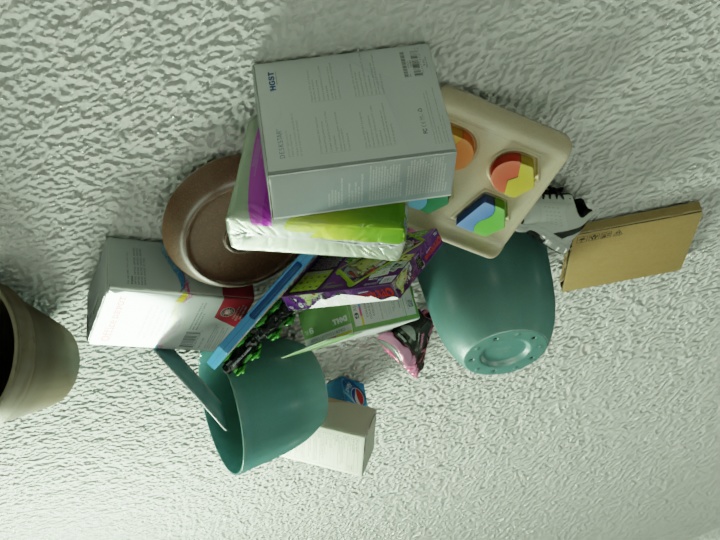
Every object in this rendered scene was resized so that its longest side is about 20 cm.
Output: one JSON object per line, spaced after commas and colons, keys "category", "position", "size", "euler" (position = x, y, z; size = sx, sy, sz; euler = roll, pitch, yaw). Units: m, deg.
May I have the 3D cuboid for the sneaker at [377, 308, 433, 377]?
{"category": "sneaker", "position": [0.086, 0.108, 1.522], "size": [0.096, 0.079, 0.200], "euler": [-50, 170, -5]}

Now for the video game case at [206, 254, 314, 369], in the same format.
{"category": "video game case", "position": [-0.122, 0.041, 1.251], "size": [0.018, 0.200, 0.143], "euler": [42, 160, -3]}

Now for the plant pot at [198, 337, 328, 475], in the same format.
{"category": "plant pot", "position": [-0.144, 0.195, 1.489], "size": [0.158, 0.203, 0.202], "euler": [-13, 151, -24]}

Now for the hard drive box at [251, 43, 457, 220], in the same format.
{"category": "hard drive box", "position": [-0.010, -0.151, 1.026], "size": [0.196, 0.158, 0.077], "euler": [-7, 148, -5]}

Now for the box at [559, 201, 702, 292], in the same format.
{"category": "box", "position": [0.408, -0.033, 1.464], "size": [0.196, 0.022, 0.164], "euler": [-11, 148, -2]}

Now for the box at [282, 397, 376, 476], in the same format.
{"category": "box", "position": [-0.077, 0.270, 1.630], "size": [0.196, 0.078, 0.096], "euler": [13, 122, 11]}

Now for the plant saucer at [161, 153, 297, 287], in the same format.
{"category": "plant saucer", "position": [-0.147, -0.052, 1.194], "size": [0.197, 0.035, 0.203], "euler": [-13, 132, -15]}

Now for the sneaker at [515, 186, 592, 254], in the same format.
{"category": "sneaker", "position": [0.237, -0.090, 1.294], "size": [0.198, 0.074, 0.080], "euler": [18, 122, -43]}

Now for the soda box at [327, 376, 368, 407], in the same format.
{"category": "soda box", "position": [-0.077, 0.268, 1.730], "size": [0.199, 0.069, 0.064], "euler": [-34, 142, 31]}

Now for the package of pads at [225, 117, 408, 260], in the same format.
{"category": "package of pads", "position": [-0.041, -0.095, 1.079], "size": [0.196, 0.157, 0.069], "euler": [5, 144, 3]}

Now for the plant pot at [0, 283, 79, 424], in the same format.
{"category": "plant pot", "position": [-0.478, 0.122, 1.291], "size": [0.197, 0.203, 0.173], "euler": [-23, 162, 18]}

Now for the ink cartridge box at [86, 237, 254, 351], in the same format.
{"category": "ink cartridge box", "position": [-0.261, 0.036, 1.302], "size": [0.197, 0.084, 0.146], "euler": [6, 144, -26]}

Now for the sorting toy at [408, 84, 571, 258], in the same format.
{"category": "sorting toy", "position": [0.135, -0.111, 1.175], "size": [0.182, 0.037, 0.201], "euler": [20, 130, -12]}

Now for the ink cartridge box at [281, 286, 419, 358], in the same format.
{"category": "ink cartridge box", "position": [-0.019, 0.068, 1.365], "size": [0.103, 0.060, 0.198], "euler": [-22, 172, 43]}

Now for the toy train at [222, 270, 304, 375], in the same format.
{"category": "toy train", "position": [-0.124, 0.070, 1.365], "size": [0.042, 0.056, 0.200], "euler": [44, 92, -13]}

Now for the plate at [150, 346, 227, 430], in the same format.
{"category": "plate", "position": [-0.257, 0.155, 1.416], "size": [0.026, 0.200, 0.201], "euler": [-43, 149, -12]}

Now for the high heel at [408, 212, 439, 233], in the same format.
{"category": "high heel", "position": [0.046, -0.050, 1.303], "size": [0.199, 0.068, 0.096], "euler": [-34, 125, 28]}

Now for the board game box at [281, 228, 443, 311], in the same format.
{"category": "board game box", "position": [0.000, 0.000, 1.239], "size": [0.198, 0.121, 0.033], "euler": [-8, 125, 43]}

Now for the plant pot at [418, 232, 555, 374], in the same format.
{"category": "plant pot", "position": [0.192, 0.051, 1.391], "size": [0.196, 0.163, 0.202], "euler": [-7, 147, -5]}
